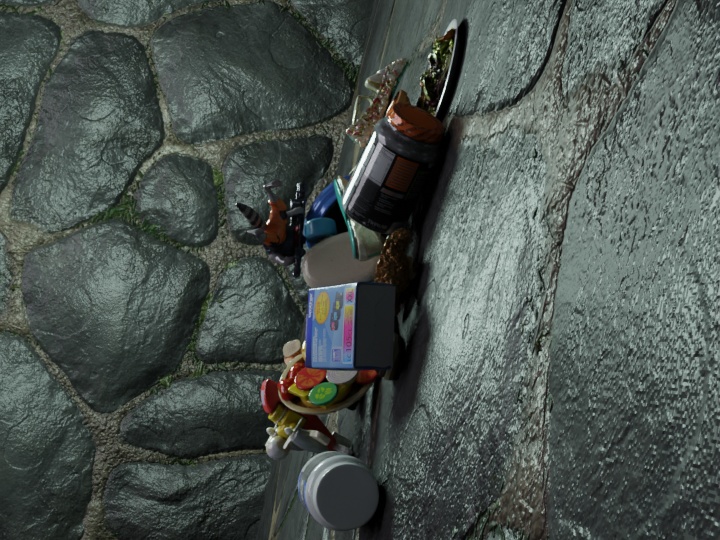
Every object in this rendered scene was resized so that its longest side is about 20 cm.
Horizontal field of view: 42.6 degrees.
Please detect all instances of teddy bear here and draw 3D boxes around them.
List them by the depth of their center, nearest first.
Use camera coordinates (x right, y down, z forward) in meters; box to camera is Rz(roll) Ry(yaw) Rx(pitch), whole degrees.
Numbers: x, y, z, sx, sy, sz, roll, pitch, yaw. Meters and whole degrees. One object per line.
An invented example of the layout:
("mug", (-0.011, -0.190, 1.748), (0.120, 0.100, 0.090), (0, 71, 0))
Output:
("teddy bear", (0.060, 0.006, 1.560), (0.200, 0.067, 0.145), (103, -174, -63))

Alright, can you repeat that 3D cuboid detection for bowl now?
("bowl", (-0.018, -0.096, 1.854), (0.039, 0.200, 0.201), (43, 127, 43))

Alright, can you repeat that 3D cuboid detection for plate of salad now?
("plate of salad", (0.132, -0.349, 1.643), (0.200, 0.048, 0.201), (-167, 90, -82))

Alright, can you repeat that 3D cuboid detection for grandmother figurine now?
("grandmother figurine", (-0.078, 0.196, 1.873), (0.060, 0.200, 0.122), (-23, 57, 25))

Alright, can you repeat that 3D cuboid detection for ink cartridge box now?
("ink cartridge box", (-0.026, 0.094, 1.495), (0.200, 0.076, 0.137), (-11, 75, 61))

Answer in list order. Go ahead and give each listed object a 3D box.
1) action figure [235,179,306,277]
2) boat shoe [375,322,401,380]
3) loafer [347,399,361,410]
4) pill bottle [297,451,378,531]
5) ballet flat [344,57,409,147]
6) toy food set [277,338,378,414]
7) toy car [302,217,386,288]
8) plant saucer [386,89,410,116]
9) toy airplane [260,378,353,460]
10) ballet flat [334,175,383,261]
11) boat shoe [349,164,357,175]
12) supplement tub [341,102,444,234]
("action figure", (-0.160, -0.095, 1.767), (0.194, 0.104, 0.200), (70, -160, -60))
("boat shoe", (0.021, 0.124, 1.549), (0.202, 0.075, 0.075), (-102, 26, -74))
("loafer", (-0.027, 0.185, 1.818), (0.071, 0.073, 0.200), (-40, 36, 24))
("pill bottle", (-0.034, 0.343, 1.439), (0.200, 0.114, 0.114), (135, 147, -78))
("ballet flat", (0.029, -0.322, 1.719), (0.200, 0.064, 0.076), (-66, 7, -18))
("toy food set", (-0.056, 0.184, 1.679), (0.200, 0.198, 0.049), (-42, -51, -31))
("toy car", (0.000, 0.000, 1.785), (0.200, 0.177, 0.185), (31, -133, -65))
("plant saucer", (0.046, -0.236, 1.707), (0.200, 0.037, 0.200), (-63, 7, 14))
("toy airplane", (-0.112, 0.315, 1.752), (0.141, 0.199, 0.200), (-39, -40, -20))
("ballet flat", (0.000, -0.094, 1.657), (0.068, 0.062, 0.200), (86, 171, -52))
("boat shoe", (0.030, -0.227, 1.881), (0.202, 0.075, 0.075), (-47, 57, 46))
("supplement tub", (0.057, -0.172, 1.560), (0.123, 0.122, 0.200), (-89, 22, -58))
